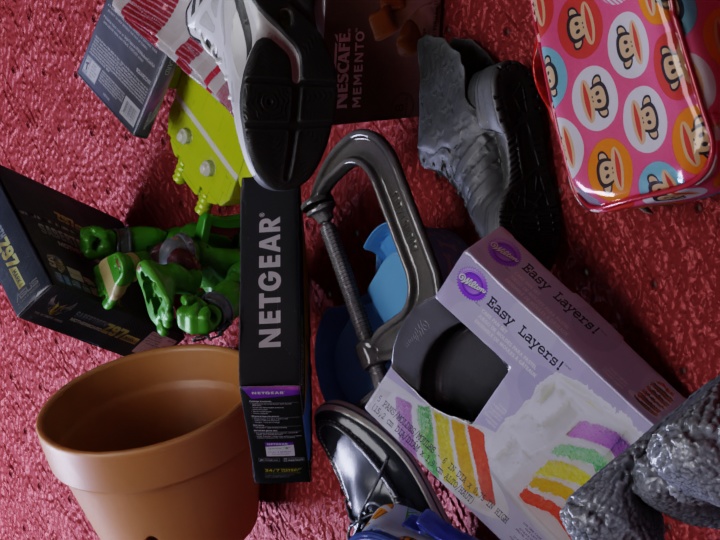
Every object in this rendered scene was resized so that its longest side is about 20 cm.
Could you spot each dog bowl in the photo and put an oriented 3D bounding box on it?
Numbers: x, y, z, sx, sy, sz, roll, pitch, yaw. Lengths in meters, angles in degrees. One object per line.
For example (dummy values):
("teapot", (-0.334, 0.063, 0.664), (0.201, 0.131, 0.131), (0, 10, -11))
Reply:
("dog bowl", (0.032, 0.045, 1.597), (0.112, 0.050, 0.200), (59, 140, 29))

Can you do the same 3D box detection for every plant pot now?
("plant pot", (-0.171, 0.170, 1.804), (0.200, 0.200, 0.140), (21, 130, 52))

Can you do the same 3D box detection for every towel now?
("towel", (-0.125, -0.235, 1.725), (0.200, 0.023, 0.144), (42, 113, 33))

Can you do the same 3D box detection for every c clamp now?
("c clamp", (0.000, 0.000, 1.567), (0.171, 0.027, 0.200), (-31, 71, 53))

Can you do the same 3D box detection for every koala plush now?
("koala plush", (0.264, 0.151, 1.225), (0.200, 0.184, 0.177), (51, 148, 7))

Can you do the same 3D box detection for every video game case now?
("video game case", (-0.187, -0.236, 1.825), (0.143, 0.019, 0.200), (45, 116, 50))

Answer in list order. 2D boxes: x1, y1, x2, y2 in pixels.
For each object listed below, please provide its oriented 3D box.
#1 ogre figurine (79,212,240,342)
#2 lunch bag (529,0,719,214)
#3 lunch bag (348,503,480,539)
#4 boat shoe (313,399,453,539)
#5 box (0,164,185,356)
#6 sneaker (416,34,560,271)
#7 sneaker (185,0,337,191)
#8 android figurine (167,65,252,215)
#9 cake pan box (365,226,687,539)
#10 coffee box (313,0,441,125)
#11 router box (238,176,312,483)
("ogre figurine", (-0.150, 0.001, 1.786), (0.200, 0.120, 0.098), (3, 103, 56))
("lunch bag", (0.177, -0.138, 1.328), (0.176, 0.082, 0.200), (-15, 85, 55))
("lunch bag", (0.065, 0.264, 1.504), (0.200, 0.076, 0.160), (22, 119, 17))
("boat shoe", (0.020, 0.190, 1.583), (0.200, 0.062, 0.075), (58, 146, 4))
("box", (-0.264, -0.005, 1.881), (0.051, 0.200, 0.158), (-42, 57, 14))
("sneaker", (0.087, -0.079, 1.491), (0.104, 0.060, 0.200), (-10, 83, 54))
("sneaker", (-0.076, -0.151, 1.512), (0.115, 0.076, 0.201), (-17, 75, 63))
("android figurine", (-0.118, -0.140, 1.784), (0.182, 0.041, 0.200), (54, 135, 34))
("cake pan box", (0.113, 0.094, 1.438), (0.200, 0.052, 0.184), (44, 131, 13))
("coffee box", (-0.003, -0.216, 1.541), (0.080, 0.114, 0.200), (22, 113, 51))
("router box", (-0.067, 0.047, 1.625), (0.149, 0.051, 0.200), (86, -179, -56))
